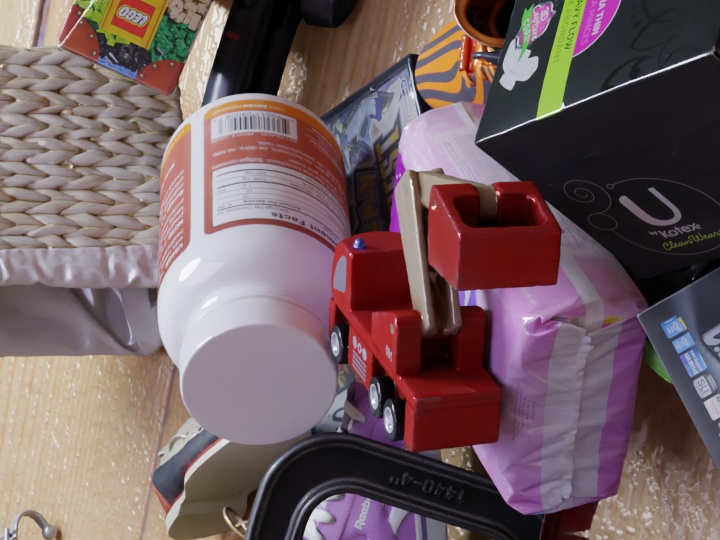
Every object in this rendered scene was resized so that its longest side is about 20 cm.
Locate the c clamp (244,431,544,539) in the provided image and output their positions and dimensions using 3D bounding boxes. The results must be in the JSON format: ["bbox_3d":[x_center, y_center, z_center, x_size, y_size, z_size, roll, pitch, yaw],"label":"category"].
[{"bbox_3d":[0.006,0.176,1.125,0.027,0.198,0.173,-111,34,-81],"label":"c clamp"}]

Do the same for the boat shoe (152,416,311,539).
[{"bbox_3d":[-0.084,0.107,1.284,0.200,0.070,0.063,127,137,-59],"label":"boat shoe"}]

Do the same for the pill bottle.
[{"bbox_3d":[-0.059,-0.001,1.168,0.112,0.111,0.201,-54,24,31],"label":"pill bottle"}]

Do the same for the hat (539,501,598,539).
[{"bbox_3d":[0.056,0.151,1.047,0.164,0.200,0.178,-15,91,27],"label":"hat"}]

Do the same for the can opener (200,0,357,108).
[{"bbox_3d":[-0.062,-0.144,1.297,0.078,0.063,0.201,33,101,45],"label":"can opener"}]

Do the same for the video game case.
[{"bbox_3d":[0.000,0.000,1.254,0.180,0.025,0.202,-32,63,44],"label":"video game case"}]

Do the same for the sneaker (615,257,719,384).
[{"bbox_3d":[0.166,-0.007,1.022,0.084,0.076,0.201,-56,49,34],"label":"sneaker"}]

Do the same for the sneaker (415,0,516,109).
[{"bbox_3d":[0.076,-0.130,1.111,0.199,0.111,0.078,-14,75,48],"label":"sneaker"}]

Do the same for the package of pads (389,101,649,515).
[{"bbox_3d":[0.076,0.014,1.059,0.201,0.075,0.121,-118,28,-51],"label":"package of pads"}]

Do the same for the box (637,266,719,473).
[{"bbox_3d":[0.234,0.068,0.904,0.157,0.050,0.201,-30,60,11],"label":"box"}]

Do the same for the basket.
[{"bbox_3d":[-0.211,-0.040,1.340,0.198,0.198,0.163,131,138,-69],"label":"basket"}]

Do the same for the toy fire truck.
[{"bbox_3d":[0.033,0.006,0.985,0.200,0.048,0.142,-128,37,-62],"label":"toy fire truck"}]

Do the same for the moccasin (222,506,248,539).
[{"bbox_3d":[-0.052,0.180,1.255,0.201,0.077,0.074,-42,57,39],"label":"moccasin"}]

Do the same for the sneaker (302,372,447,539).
[{"bbox_3d":[-0.011,0.127,1.153,0.073,0.113,0.203,-155,59,-83],"label":"sneaker"}]

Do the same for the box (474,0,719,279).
[{"bbox_3d":[0.162,-0.122,0.946,0.148,0.124,0.201,-19,44,47],"label":"box"}]

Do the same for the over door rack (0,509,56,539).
[{"bbox_3d":[-0.279,0.288,1.506,0.147,0.066,0.202,-29,44,44],"label":"over door rack"}]

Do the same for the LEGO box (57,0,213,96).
[{"bbox_3d":[-0.113,-0.219,1.291,0.200,0.077,0.150,-85,20,-65],"label":"LEGO box"}]
